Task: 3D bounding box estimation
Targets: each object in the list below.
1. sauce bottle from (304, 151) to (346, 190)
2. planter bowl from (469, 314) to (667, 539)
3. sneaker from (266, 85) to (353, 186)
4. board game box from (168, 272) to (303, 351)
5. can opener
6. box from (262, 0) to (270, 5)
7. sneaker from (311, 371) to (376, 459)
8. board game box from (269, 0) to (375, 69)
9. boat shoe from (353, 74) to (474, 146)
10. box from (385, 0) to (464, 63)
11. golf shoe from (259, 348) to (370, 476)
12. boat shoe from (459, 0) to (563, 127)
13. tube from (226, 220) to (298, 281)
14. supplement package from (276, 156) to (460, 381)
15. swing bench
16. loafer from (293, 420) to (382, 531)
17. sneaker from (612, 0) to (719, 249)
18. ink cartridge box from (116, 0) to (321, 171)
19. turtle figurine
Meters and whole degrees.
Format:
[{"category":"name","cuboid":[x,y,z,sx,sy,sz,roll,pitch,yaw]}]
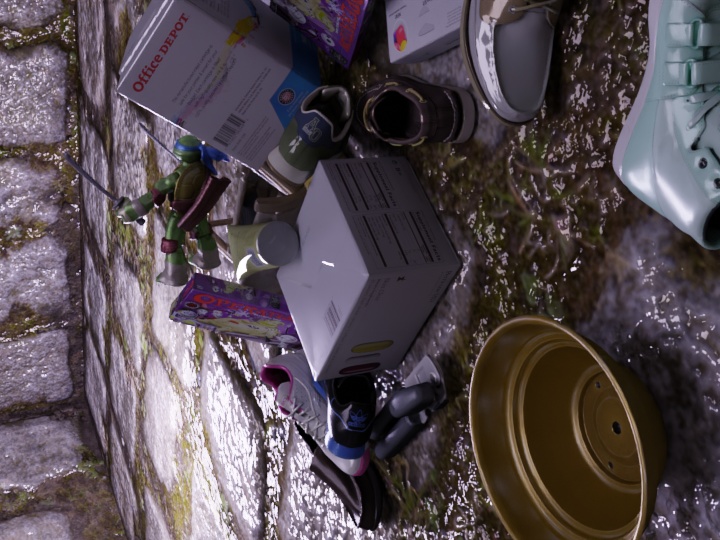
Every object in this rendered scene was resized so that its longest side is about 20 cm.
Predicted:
[{"category":"sauce bottle","cuboid":[-0.052,-0.142,1.041,0.201,0.064,0.065,65,148,34]},{"category":"planter bowl","cuboid":[0.174,0.130,0.643,0.200,0.083,0.203,23,116,60]},{"category":"sneaker","cuboid":[-0.034,-0.169,0.929,0.067,0.201,0.090,39,122,-6]},{"category":"board game box","cuboid":[-0.145,0.060,1.109,0.120,0.198,0.033,-44,36,51]},{"category":"can opener","cuboid":[0.045,0.158,0.931,0.201,0.066,0.053,116,138,-55]},{"category":"box","cuboid":[-0.132,-0.371,1.164,0.156,0.041,0.202,42,133,52]},{"category":"sneaker","cuboid":[-0.016,0.135,1.007,0.201,0.069,0.079,-108,30,-57]},{"category":"board game box","cuboid":[-0.043,-0.293,0.879,0.032,0.119,0.200,-57,2,-9]},{"category":"boat shoe","cuboid":[0.039,-0.164,0.859,0.200,0.059,0.073,27,121,58]},{"category":"box","cuboid":[0.069,-0.313,0.769,0.156,0.041,0.203,-3,93,64]},{"category":"golf shoe","cuboid":[-0.061,0.184,1.056,0.200,0.091,0.076,51,126,37]},{"category":"boat shoe","cuboid":[0.125,-0.220,0.662,0.068,0.074,0.203,178,86,-68]},{"category":"tube","cuboid":[-0.130,-0.028,1.006,0.058,0.052,0.200,-62,20,-14]},{"category":"supplement package","cuboid":[0.000,0.000,0.921,0.157,0.110,0.201,66,149,31]},{"category":"swing bench","cuboid":[-0.142,-0.087,1.166,0.201,0.129,0.200,56,143,32]},{"category":"loafer","cuboid":[-0.035,0.264,1.098,0.200,0.071,0.074,55,142,43]},{"category":"sneaker","cuboid":[0.224,-0.110,0.492,0.119,0.073,0.202,-118,23,-46]},{"category":"ink cartridge box","cuboid":[-0.172,-0.257,1.018,0.147,0.199,0.147,-46,32,27]},{"category":"turtle figurine","cuboid":[-0.260,-0.091,1.103,0.144,0.197,0.196,-87,-4,-65]}]
